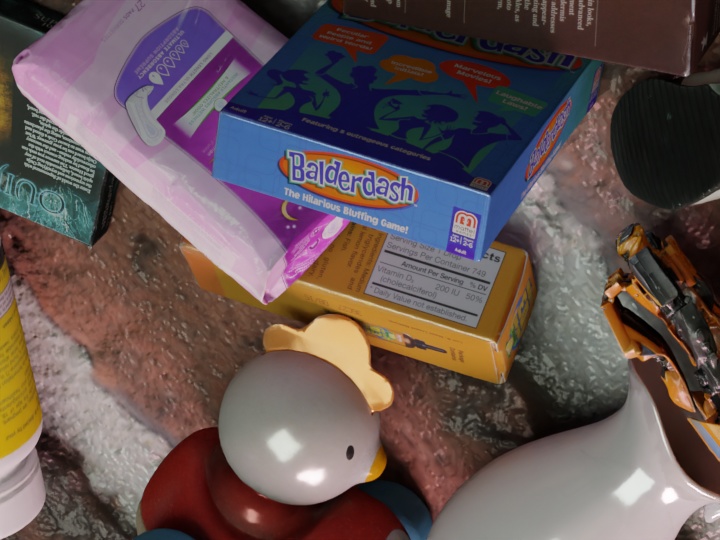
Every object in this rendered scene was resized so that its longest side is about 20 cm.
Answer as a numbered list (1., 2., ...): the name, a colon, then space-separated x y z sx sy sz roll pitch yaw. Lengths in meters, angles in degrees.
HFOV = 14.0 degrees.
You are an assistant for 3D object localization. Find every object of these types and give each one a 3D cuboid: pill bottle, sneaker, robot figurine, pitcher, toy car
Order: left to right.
1. pill bottle: -0.264 0.067 1.850 0.114 0.114 0.200 2 119 24
2. toy car: -0.027 0.119 1.730 0.177 0.184 0.200 29 123 7
3. pitcher: 0.147 0.164 1.717 0.200 0.121 0.172 -41 94 25
4. robot figurine: 0.197 0.063 1.610 0.058 0.145 0.200 -37 90 8
5. sneaker: 0.217 -0.080 1.574 0.200 0.088 0.074 -13 87 55

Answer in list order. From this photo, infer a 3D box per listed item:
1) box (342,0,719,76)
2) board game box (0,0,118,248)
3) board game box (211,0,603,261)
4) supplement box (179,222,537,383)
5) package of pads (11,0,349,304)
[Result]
1. box: 0.094 -0.178 1.572 0.200 0.075 0.100 13 122 19
2. board game box: -0.235 -0.109 1.787 0.200 0.028 0.135 23 125 10
3. board game box: 0.030 -0.088 1.573 0.152 0.200 0.045 17 123 14
4. supplement box: 0.000 0.000 1.709 0.200 0.069 0.067 20 161 14
5. package of pads: -0.087 -0.088 1.660 0.200 0.121 0.076 41 167 6
